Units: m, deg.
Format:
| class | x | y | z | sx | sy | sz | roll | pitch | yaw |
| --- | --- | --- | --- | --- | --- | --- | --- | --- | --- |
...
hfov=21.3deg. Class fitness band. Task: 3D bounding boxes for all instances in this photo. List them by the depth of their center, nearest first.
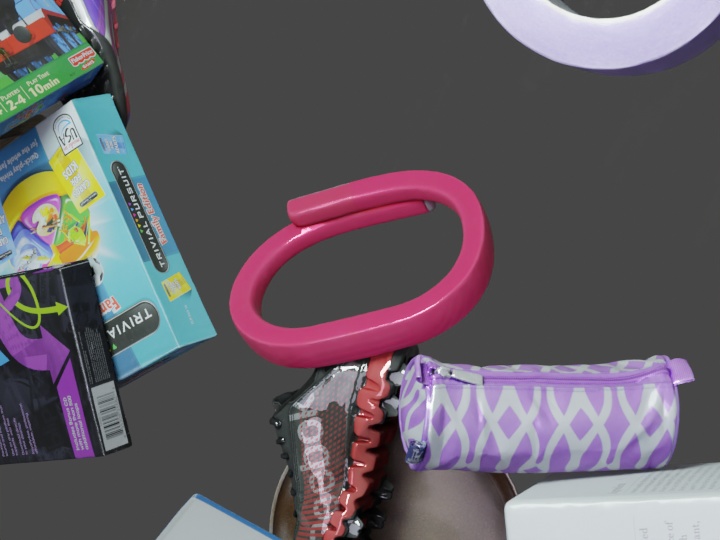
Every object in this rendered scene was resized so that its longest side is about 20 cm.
| class | x | y | z | sx | sy | sz | roll | pitch | yaw |
| --- | --- | --- | --- | --- | --- | --- | --- | --- | --- |
| fitness band | 0.000 | 0.000 | 1.369 | 0.199 | 0.037 | 0.144 | -15 | 48 | 17 |

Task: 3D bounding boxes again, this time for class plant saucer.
| class | x | y | z | sx | sy | sz | roll | pitch | yaw |
| --- | --- | --- | --- | --- | --- | --- | --- | --- | --- |
| plant saucer | 0.030 | 0.198 | 1.414 | 0.199 | 0.032 | 0.201 | 1 | 92 | 17 |

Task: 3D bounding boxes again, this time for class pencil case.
| class | x | y | z | sx | sy | sz | roll | pitch | yaw |
| --- | --- | --- | --- | --- | --- | --- | --- | --- | --- |
| pencil case | 0.121 | 0.094 | 1.312 | 0.199 | 0.084 | 0.086 | 1 | 125 | -14 |

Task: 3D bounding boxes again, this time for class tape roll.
| class | x | y | z | sx | sy | sz | roll | pitch | yaw |
| --- | --- | --- | --- | --- | --- | --- | --- | --- | --- |
| tape roll | 0.177 | -0.236 | 1.318 | 0.199 | 0.085 | 0.201 | 1 | 93 | 19 |

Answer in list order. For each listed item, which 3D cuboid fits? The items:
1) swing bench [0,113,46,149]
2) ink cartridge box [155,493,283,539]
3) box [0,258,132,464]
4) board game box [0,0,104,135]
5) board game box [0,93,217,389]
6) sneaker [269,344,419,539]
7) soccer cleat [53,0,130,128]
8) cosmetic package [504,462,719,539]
| class | x | y | z | sx | sy | sz | roll | pitch | yaw |
| --- | --- | --- | --- | --- | --- | --- | --- | --- | --- |
| swing bench | -0.372 | -0.159 | 1.440 | 0.130 | 0.200 | 0.199 | -34 | 82 | 16 |
| ink cartridge box | -0.084 | 0.274 | 1.374 | 0.144 | 0.084 | 0.200 | 26 | 141 | 16 |
| box | -0.267 | 0.076 | 1.461 | 0.199 | 0.036 | 0.144 | -9 | 96 | 41 |
| board game box | -0.303 | -0.188 | 1.380 | 0.200 | 0.151 | 0.037 | 50 | 140 | 3 |
| board game box | -0.211 | -0.010 | 1.451 | 0.151 | 0.047 | 0.201 | -29 | 83 | 37 |
| sneaker | -0.024 | 0.135 | 1.377 | 0.097 | 0.071 | 0.201 | 17 | 96 | 17 |
| soccer cleat | -0.210 | -0.199 | 1.460 | 0.068 | 0.073 | 0.201 | -9 | 108 | 36 |
| cosmetic package | 0.213 | 0.220 | 1.285 | 0.199 | 0.165 | 0.166 | -4 | 91 | 18 |
